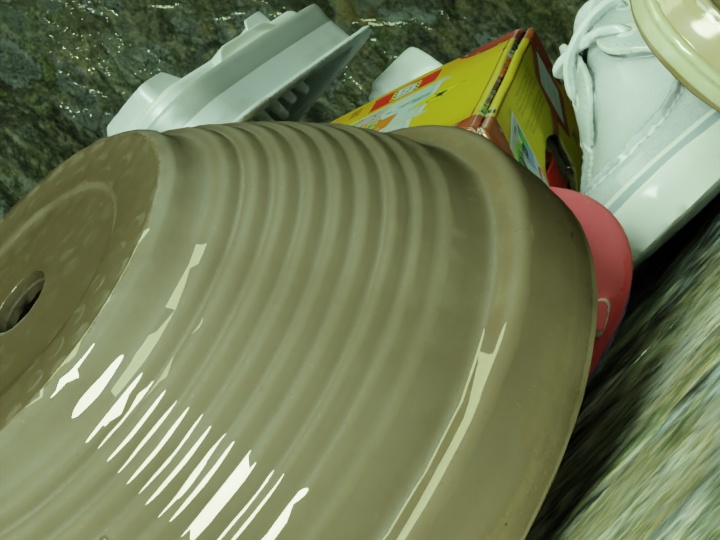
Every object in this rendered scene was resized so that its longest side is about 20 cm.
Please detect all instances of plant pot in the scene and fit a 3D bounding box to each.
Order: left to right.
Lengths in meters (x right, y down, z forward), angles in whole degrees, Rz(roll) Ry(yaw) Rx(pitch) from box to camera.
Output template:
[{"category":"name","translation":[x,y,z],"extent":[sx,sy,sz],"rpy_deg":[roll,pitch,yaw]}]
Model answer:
[{"category":"plant pot","translation":[-0.047,0.032,0.628],"extent":[0.201,0.093,0.201],"rpy_deg":[-39,27,23]}]

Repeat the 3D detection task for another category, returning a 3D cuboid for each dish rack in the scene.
[{"category":"dish rack","translation":[-0.089,-0.026,1.055],"extent":[0.200,0.044,0.172],"rpy_deg":[-47,-3,28]}]

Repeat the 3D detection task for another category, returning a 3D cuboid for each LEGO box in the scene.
[{"category":"LEGO box","translation":[0.000,0.000,0.855],"extent":[0.148,0.078,0.200],"rpy_deg":[-26,9,13]}]

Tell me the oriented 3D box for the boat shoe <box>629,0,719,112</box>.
[{"category":"boat shoe","translation":[0.147,-0.112,0.818],"extent":[0.200,0.072,0.065],"rpy_deg":[-40,-5,-48]}]

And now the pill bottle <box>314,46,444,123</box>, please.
[{"category":"pill bottle","translation":[-0.014,0.012,1.092],"extent":[0.200,0.116,0.116],"rpy_deg":[-46,2,-2]}]

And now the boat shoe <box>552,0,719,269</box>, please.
[{"category":"boat shoe","translation":[0.094,-0.059,0.843],"extent":[0.072,0.068,0.200],"rpy_deg":[-45,3,30]}]

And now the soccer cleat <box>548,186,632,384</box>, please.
[{"category":"soccer cleat","translation":[-0.004,0.057,0.724],"extent":[0.200,0.067,0.076],"rpy_deg":[-49,-3,-7]}]
